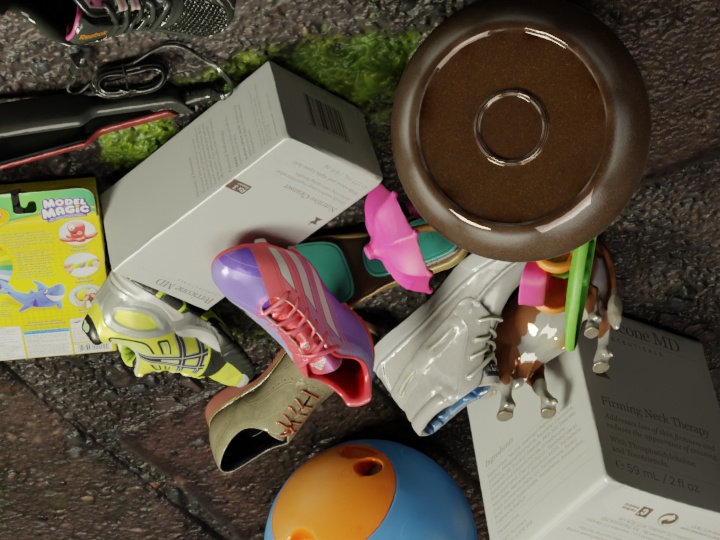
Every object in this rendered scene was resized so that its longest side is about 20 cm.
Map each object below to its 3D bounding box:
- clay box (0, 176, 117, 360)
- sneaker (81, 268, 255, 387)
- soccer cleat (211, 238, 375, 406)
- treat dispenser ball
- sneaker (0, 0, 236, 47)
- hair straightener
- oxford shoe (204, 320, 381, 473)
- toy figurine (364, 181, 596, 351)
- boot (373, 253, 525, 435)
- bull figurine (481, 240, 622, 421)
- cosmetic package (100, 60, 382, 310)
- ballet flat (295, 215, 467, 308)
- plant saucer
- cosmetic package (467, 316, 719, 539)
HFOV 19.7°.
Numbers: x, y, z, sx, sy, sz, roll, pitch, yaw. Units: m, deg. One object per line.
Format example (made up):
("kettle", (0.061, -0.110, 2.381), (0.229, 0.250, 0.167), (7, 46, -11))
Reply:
("clay box", (-0.263, -0.008, 1.682), (0.114, 0.048, 0.200), (-5, 139, -5))
("sneaker", (-0.161, 0.054, 1.729), (0.076, 0.075, 0.200), (-45, 140, 5))
("soccer cleat", (-0.047, 0.041, 1.644), (0.067, 0.077, 0.200), (-27, 144, 17))
("treat dispenser ball", (0.010, 0.258, 1.925), (0.200, 0.201, 0.201), (-5, 140, -4))
("sneaker", (-0.185, -0.188, 1.453), (0.199, 0.087, 0.080), (8, 139, -21))
("hair straightener", (-0.195, -0.128, 1.557), (0.199, 0.041, 0.077), (-10, 140, 1))
("oxford shoe", (-0.056, 0.115, 1.843), (0.070, 0.075, 0.200), (31, 125, -34))
("toy figurine", (0.096, -0.046, 1.638), (0.183, 0.200, 0.150), (10, 144, 9))
("boot", (0.101, 0.055, 1.764), (0.200, 0.096, 0.073), (-45, 154, 28))
("bull figurine", (0.152, 0.061, 1.792), (0.065, 0.122, 0.200), (18, 128, -30))
("cosmetic package", (-0.096, -0.063, 1.615), (0.200, 0.081, 0.113), (-38, 140, 29))
("ballet flat", (0.000, 0.000, 1.731), (0.199, 0.069, 0.063), (-14, 169, 9))
("plant saucer", (0.115, -0.106, 1.534), (0.200, 0.201, 0.032), (-23, 176, 16))
("cosmetic package", (0.216, 0.167, 1.856), (0.167, 0.200, 0.166), (18, 134, -29))
